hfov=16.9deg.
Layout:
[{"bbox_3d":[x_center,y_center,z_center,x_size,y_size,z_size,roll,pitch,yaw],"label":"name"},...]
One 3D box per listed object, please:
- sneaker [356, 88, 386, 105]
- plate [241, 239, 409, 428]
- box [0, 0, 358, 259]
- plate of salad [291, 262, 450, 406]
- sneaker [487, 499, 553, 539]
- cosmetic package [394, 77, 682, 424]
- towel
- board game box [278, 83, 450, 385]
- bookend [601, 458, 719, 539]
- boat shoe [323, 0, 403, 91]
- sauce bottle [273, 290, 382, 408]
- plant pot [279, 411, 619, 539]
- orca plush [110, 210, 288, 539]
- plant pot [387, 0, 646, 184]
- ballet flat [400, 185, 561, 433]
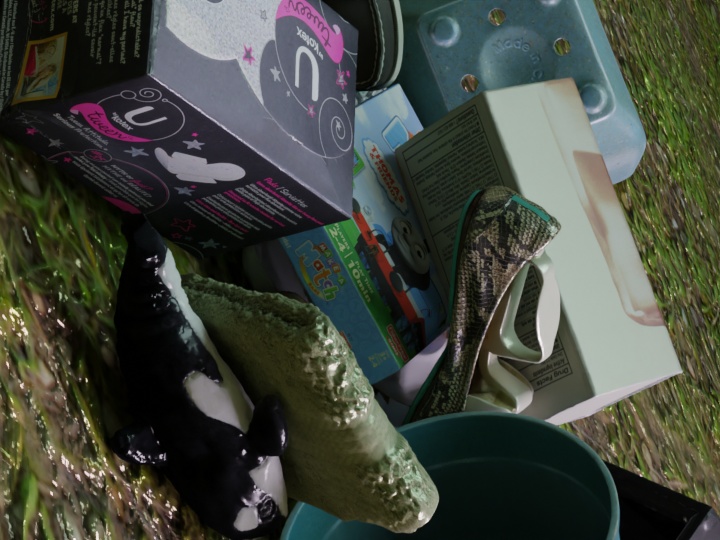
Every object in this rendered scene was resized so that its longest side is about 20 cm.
[{"bbox_3d":[-0.023,-0.113,1.692,0.078,0.091,0.201,-42,121,-34],"label":"sneaker"},{"bbox_3d":[-0.023,0.018,1.619,0.201,0.032,0.200,59,20,-25],"label":"plate"},{"bbox_3d":[-0.097,-0.111,1.356,0.200,0.114,0.133,36,49,-51],"label":"box"},{"bbox_3d":[0.000,0.000,1.580,0.200,0.048,0.201,41,34,-36],"label":"plate of salad"},{"bbox_3d":[0.096,0.190,1.546,0.200,0.116,0.074,45,34,13],"label":"sneaker"},{"bbox_3d":[0.110,-0.007,1.518,0.087,0.103,0.202,-11,79,-39],"label":"cosmetic package"},{"bbox_3d":[-0.044,0.068,1.322,0.199,0.036,0.149,12,-44,57],"label":"towel"},{"bbox_3d":[0.012,-0.027,1.533,0.152,0.036,0.200,61,26,-4],"label":"board game box"},{"bbox_3d":[0.136,0.234,1.694,0.199,0.199,0.092,22,-22,46],"label":"bookend"},{"bbox_3d":[-0.030,-0.207,1.577,0.203,0.071,0.061,70,21,-10],"label":"boat shoe"},{"bbox_3d":[-0.012,0.101,1.503,0.200,0.066,0.066,54,23,-33],"label":"sauce bottle"},{"bbox_3d":[0.068,0.220,1.428,0.201,0.198,0.189,-86,164,-53],"label":"plant pot"},{"bbox_3d":[-0.098,0.072,1.279,0.071,0.105,0.201,-41,138,-32],"label":"orca plush"},{"bbox_3d":[0.101,-0.139,1.785,0.200,0.195,0.197,140,-71,-83],"label":"plant pot"},{"bbox_3d":[0.077,0.043,1.454,0.068,0.075,0.201,-47,158,-52],"label":"ballet flat"}]
